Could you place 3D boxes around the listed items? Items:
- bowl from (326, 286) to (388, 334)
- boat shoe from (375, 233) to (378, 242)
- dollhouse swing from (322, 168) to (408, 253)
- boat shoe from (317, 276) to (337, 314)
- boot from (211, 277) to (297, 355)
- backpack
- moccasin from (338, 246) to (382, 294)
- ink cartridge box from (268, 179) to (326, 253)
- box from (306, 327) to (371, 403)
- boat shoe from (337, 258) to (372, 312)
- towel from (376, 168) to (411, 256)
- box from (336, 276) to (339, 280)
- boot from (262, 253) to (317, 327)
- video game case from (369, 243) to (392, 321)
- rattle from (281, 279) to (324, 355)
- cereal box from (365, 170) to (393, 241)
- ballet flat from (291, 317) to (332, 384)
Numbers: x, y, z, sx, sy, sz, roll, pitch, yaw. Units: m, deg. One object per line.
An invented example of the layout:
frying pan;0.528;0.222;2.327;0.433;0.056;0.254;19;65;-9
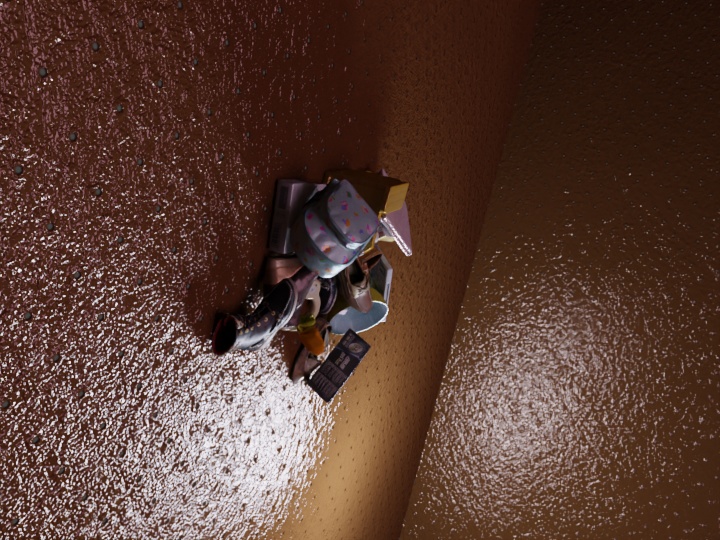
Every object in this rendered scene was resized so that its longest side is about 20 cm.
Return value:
bowl;-0.021;0.100;1.625;0.201;0.195;0.110;55;14;-61
boat shoe;0.009;-0.165;1.510;0.068;0.070;0.206;22;49;-46
dollhouse swing;0.003;-0.161;1.430;0.181;0.194;0.182;-25;127;-60
boat shoe;-0.095;0.016;1.475;0.062;0.073;0.207;15;90;-68
boot;-0.231;0.105;1.171;0.201;0.073;0.149;-51;160;20
backpack;-0.062;-0.095;1.242;0.177;0.152;0.201;48;55;-14
moccasin;0.000;0.001;1.549;0.201;0.076;0.075;-46;156;-45
ink cartridge box;-0.150;-0.137;1.307;0.200;0.048;0.168;-28;129;-71
box;-0.063;0.284;1.574;0.201;0.085;0.164;-51;173;-13
boat shoe;-0.014;0.034;1.448;0.075;0.073;0.204;-41;122;-23
towel;0.102;-0.175;1.617;0.191;0.031;0.205;48;32;-45
box;-0.026;-0.015;1.646;0.199;0.048;0.085;-1;105;-66
boot;-0.149;0.048;1.304;0.194;0.072;0.173;-4;105;-32
video game case;0.055;0.031;1.725;0.201;0.021;0.188;-120;-148;-58
rattle;-0.125;0.082;1.346;0.127;0.143;0.205;18;106;-29
cereal box;0.060;-0.192;1.623;0.143;0.038;0.207;-5;77;-67
ballet flat;-0.135;0.234;1.528;0.068;0.065;0.206;42;66;-60
